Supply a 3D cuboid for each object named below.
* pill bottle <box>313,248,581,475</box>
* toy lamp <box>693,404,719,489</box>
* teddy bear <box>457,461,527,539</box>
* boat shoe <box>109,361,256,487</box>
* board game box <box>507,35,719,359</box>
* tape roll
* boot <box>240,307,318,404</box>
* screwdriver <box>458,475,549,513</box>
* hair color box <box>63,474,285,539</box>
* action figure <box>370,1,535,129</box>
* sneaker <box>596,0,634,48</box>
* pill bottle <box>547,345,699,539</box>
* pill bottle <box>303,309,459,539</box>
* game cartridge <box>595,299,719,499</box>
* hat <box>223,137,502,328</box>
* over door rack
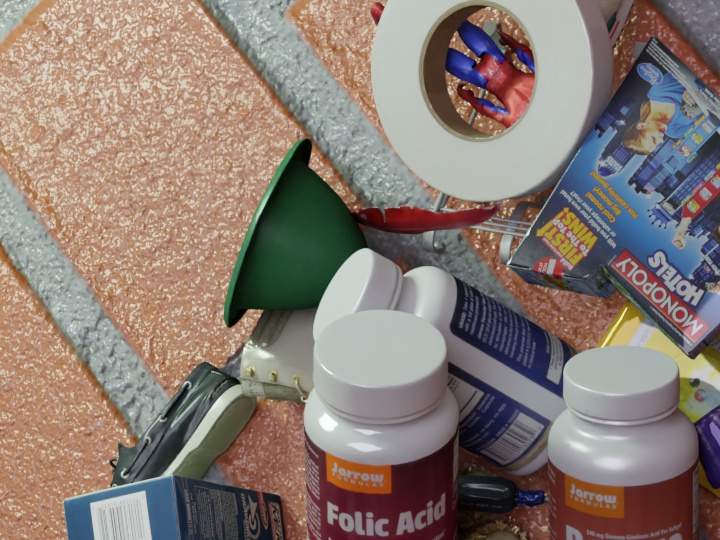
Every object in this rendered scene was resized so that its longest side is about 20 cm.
[{"bbox_3d":[0.067,0.066,1.645,0.199,0.111,0.112,30,94,-19],"label":"pill bottle"},{"bbox_3d":[0.313,0.188,1.582,0.058,0.058,0.201,-38,81,12],"label":"toy lamp"},{"bbox_3d":[0.039,0.234,1.715,0.200,0.067,0.145,-43,73,3],"label":"teddy bear"},{"bbox_3d":[-0.174,0.159,1.805,0.066,0.074,0.200,42,97,25],"label":"boat shoe"},{"bbox_3d":[0.218,-0.033,1.595,0.200,0.062,0.200,-45,63,6],"label":"board game box"},{"bbox_3d":[0.099,-0.154,1.656,0.201,0.037,0.205,5,99,34],"label":"tape roll"},{"bbox_3d":[-0.026,0.106,1.736,0.153,0.072,0.202,0,60,24],"label":"boot"},{"bbox_3d":[0.158,0.175,1.663,0.198,0.028,0.029,1,103,5],"label":"screwdriver"},{"bbox_3d":[-0.143,0.209,1.713,0.099,0.200,0.061,-14,75,20],"label":"hair color box"},{"bbox_3d":[0.098,-0.164,1.711,0.200,0.052,0.066,41,91,25],"label":"action figure"},{"bbox_3d":[0.190,-0.262,1.697,0.070,0.093,0.201,15,72,27],"label":"sneaker"},{"bbox_3d":[0.193,0.164,1.586,0.111,0.112,0.202,6,114,23],"label":"pill bottle"},{"bbox_3d":[0.015,0.138,1.559,0.113,0.114,0.202,16,126,24],"label":"pill bottle"},{"bbox_3d":[0.282,0.058,1.655,0.176,0.032,0.201,34,96,24],"label":"game cartridge"},{"bbox_3d":[0.000,0.000,1.717,0.175,0.200,0.167,23,87,4],"label":"hat"},{"bbox_3d":[0.148,-0.091,1.725,0.147,0.067,0.202,10,71,23],"label":"over door rack"}]
